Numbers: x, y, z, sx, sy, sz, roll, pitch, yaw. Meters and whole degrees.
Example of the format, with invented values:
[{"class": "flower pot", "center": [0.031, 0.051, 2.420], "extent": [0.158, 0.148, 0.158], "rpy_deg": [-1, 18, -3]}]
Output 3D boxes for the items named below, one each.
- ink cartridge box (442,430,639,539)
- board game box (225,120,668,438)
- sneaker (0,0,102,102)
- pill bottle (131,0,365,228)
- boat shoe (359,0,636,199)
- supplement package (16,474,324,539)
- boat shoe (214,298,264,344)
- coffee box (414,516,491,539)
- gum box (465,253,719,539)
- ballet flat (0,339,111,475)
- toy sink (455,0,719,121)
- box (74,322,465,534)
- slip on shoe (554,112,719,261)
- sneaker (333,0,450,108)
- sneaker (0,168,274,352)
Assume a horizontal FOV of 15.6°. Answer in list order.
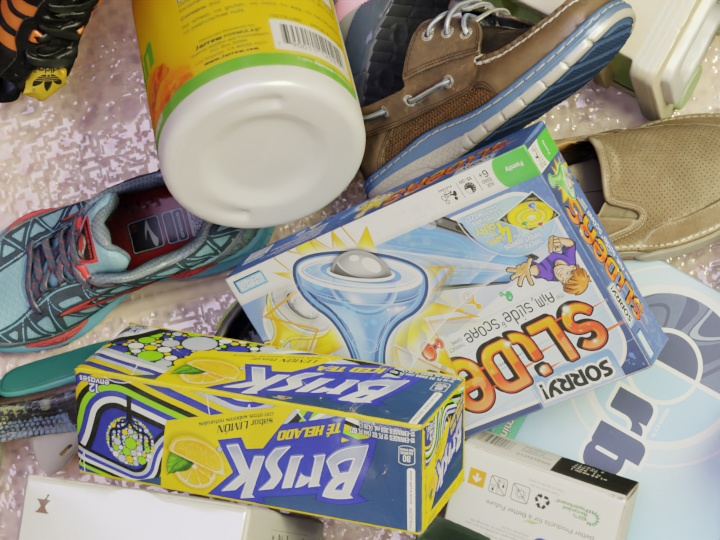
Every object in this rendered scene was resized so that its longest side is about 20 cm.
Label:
[{"class": "ink cartridge box", "center": [0.081, 0.193, 1.424], "extent": [0.094, 0.037, 0.201], "rpy_deg": [18, 109, 16]}, {"class": "board game box", "center": [0.043, 0.020, 1.384], "extent": [0.200, 0.034, 0.136], "rpy_deg": [-24, 104, 32]}, {"class": "sneaker", "center": [-0.170, -0.143, 1.472], "extent": [0.070, 0.200, 0.090], "rpy_deg": [-3, 87, -27]}, {"class": "pill bottle", "center": [-0.067, -0.130, 1.445], "extent": [0.111, 0.111, 0.201], "rpy_deg": [-20, 48, 7]}, {"class": "boat shoe", "center": [0.058, -0.101, 1.376], "extent": [0.200, 0.072, 0.073], "rpy_deg": [-36, 82, 39]}, {"class": "supplement package", "center": [-0.103, 0.179, 1.399], "extent": [0.121, 0.200, 0.120], "rpy_deg": [8, 84, 12]}, {"class": "boat shoe", "center": [0.002, 0.002, 1.473], "extent": [0.201, 0.060, 0.072], "rpy_deg": [-37, 76, 4]}, {"class": "coffee box", "center": [0.008, 0.241, 1.379], "extent": [0.044, 0.123, 0.201], "rpy_deg": [23, 111, 12]}, {"class": "gum box", "center": [0.152, 0.085, 1.443], "extent": [0.199, 0.045, 0.170], "rpy_deg": [30, 88, 12]}, {"class": "ballet flat", "center": [-0.202, 0.090, 1.505], "extent": [0.199, 0.074, 0.075], "rpy_deg": [-13, 81, 10]}, {"class": "toy sink", "center": [0.150, -0.156, 1.432], "extent": [0.199, 0.130, 0.112], "rpy_deg": [29, 89, 12]}, {"class": "box", "center": [-0.047, 0.082, 1.389], "extent": [0.199, 0.070, 0.065], "rpy_deg": [8, 114, 21]}, {"class": "slip on shoe", "center": [0.133, -0.046, 1.418], "extent": [0.199, 0.061, 0.076], "rpy_deg": [-11, 65, -5]}, {"class": "sneaker", "center": [0.004, -0.167, 1.502], "extent": [0.082, 0.070, 0.201], "rpy_deg": [8, 86, 35]}, {"class": "sneaker", "center": [-0.150, -0.017, 1.486], "extent": [0.199, 0.096, 0.080], "rpy_deg": [-24, 79, 6]}]
